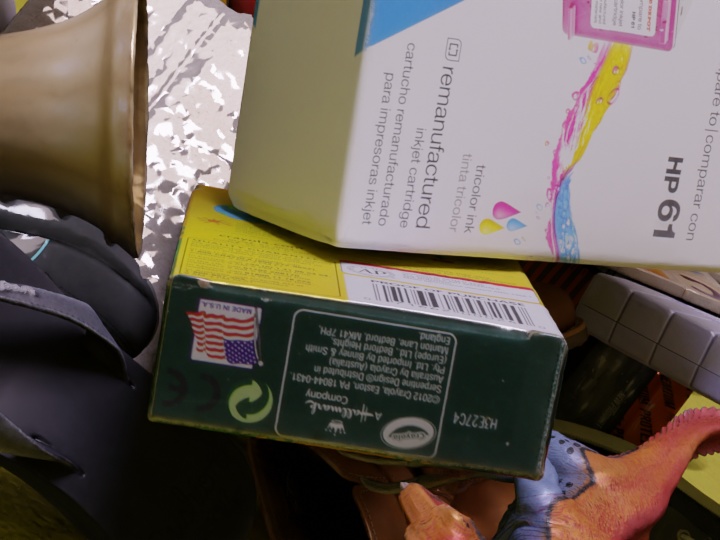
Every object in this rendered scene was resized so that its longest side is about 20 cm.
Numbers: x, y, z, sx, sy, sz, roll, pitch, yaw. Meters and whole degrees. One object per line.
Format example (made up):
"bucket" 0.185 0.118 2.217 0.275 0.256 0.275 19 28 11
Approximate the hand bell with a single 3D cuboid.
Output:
"hand bell" -0.179 -0.058 0.756 0.200 0.104 0.104 1 21 -2

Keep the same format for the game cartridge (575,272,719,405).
"game cartridge" 0.188 0.049 0.905 0.130 0.038 0.200 24 6 35

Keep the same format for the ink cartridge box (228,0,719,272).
"ink cartridge box" 0.066 -0.080 0.757 0.200 0.145 0.085 3 11 -33

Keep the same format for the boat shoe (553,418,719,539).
"boat shoe" 0.121 0.129 0.932 0.200 0.072 0.068 29 40 -4

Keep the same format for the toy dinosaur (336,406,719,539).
"toy dinosaur" 0.065 0.077 0.703 0.181 0.200 0.105 -149 -146 -83

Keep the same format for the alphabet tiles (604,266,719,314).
"alphabet tiles" 0.123 -0.018 0.958 0.200 0.008 0.167 22 14 -18

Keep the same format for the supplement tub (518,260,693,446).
"supplement tub" 0.062 0.023 1.008 0.200 0.123 0.123 38 16 8

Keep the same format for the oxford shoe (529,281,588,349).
"oxford shoe" 0.000 0.000 0.860 0.200 0.071 0.071 9 17 28

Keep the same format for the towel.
"towel" -0.103 -0.042 0.832 0.132 0.034 0.200 35 57 -2

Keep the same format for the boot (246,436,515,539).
"boot" 0.002 0.078 0.851 0.155 0.077 0.200 10 37 -48

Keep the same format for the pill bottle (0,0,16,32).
"pill bottle" -0.226 -0.145 0.922 0.113 0.113 0.200 25 20 -33

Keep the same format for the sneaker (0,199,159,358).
"sneaker" -0.162 0.006 0.708 0.200 0.075 0.079 21 66 -32

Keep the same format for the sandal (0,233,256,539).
"sandal" -0.106 0.035 0.673 0.200 0.076 0.043 35 -24 -29

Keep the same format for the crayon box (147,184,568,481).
"crayon box" -0.004 0.015 0.729 0.127 0.051 0.200 9 11 -3

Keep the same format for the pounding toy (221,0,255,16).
"pounding toy" -0.015 -0.105 1.102 0.200 0.184 0.142 31 17 -14
